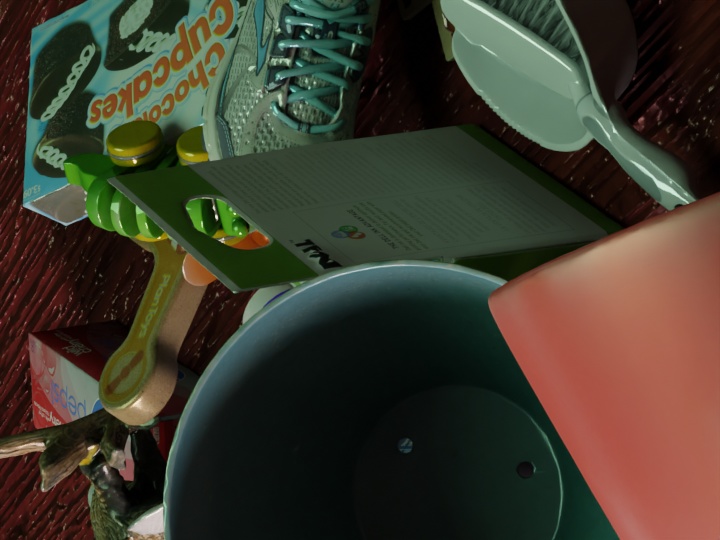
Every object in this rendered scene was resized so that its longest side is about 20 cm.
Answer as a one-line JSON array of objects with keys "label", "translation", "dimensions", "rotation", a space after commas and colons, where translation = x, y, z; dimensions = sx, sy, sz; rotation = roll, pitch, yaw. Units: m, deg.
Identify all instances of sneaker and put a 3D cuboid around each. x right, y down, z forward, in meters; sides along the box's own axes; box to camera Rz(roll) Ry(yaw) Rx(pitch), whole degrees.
[{"label": "sneaker", "translation": [-0.028, -0.118, 1.336], "dimensions": [0.086, 0.077, 0.201], "rotation": [132, 146, -62]}]

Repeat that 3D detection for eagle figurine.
[{"label": "eagle figurine", "translation": [-0.130, 0.165, 1.556], "dimensions": [0.151, 0.151, 0.201], "rotation": [-69, -27, -63]}]

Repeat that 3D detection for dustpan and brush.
[{"label": "dustpan and brush", "translation": [0.092, -0.088, 1.176], "dimensions": [0.200, 0.057, 0.140], "rotation": [38, 152, 26]}]

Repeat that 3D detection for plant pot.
[{"label": "plant pot", "translation": [0.167, 0.055, 0.963], "dimensions": [0.200, 0.200, 0.178], "rotation": [-29, 81, 62]}, {"label": "plant pot", "translation": [0.031, 0.097, 1.122], "dimensions": [0.135, 0.199, 0.201], "rotation": [6, -106, -79]}]

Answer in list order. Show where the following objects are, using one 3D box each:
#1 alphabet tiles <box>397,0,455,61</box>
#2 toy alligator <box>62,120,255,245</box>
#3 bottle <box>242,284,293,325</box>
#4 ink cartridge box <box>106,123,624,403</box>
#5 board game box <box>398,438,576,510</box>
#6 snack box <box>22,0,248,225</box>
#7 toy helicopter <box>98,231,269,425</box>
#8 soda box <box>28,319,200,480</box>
[{"label": "alphabet tiles", "translation": [0.053, -0.201, 1.294], "dimensions": [0.200, 0.006, 0.167], "rotation": [-32, 69, 61]}, {"label": "toy alligator", "translation": [-0.074, -0.037, 1.393], "dimensions": [0.199, 0.054, 0.060], "rotation": [5, 127, 23]}, {"label": "bottle", "translation": [0.000, 0.074, 1.410], "dimensions": [0.200, 0.065, 0.084], "rotation": [48, 125, 47]}, {"label": "ink cartridge box", "translation": [0.000, 0.000, 1.242], "dimensions": [0.148, 0.199, 0.076], "rotation": [39, 132, 53]}, {"label": "board game box", "translation": [0.024, 0.143, 1.273], "dimensions": [0.199, 0.062, 0.201], "rotation": [11, 117, 22]}, {"label": "snack box", "translation": [-0.102, -0.110, 1.466], "dimensions": [0.199, 0.037, 0.117], "rotation": [-21, 57, 36]}, {"label": "toy helicopter", "translation": [-0.086, -0.008, 1.479], "dimensions": [0.132, 0.079, 0.201], "rotation": [5, 68, 45]}, {"label": "soda box", "translation": [-0.146, 0.091, 1.708], "dimensions": [0.200, 0.063, 0.070], "rotation": [26, 121, 58]}]
